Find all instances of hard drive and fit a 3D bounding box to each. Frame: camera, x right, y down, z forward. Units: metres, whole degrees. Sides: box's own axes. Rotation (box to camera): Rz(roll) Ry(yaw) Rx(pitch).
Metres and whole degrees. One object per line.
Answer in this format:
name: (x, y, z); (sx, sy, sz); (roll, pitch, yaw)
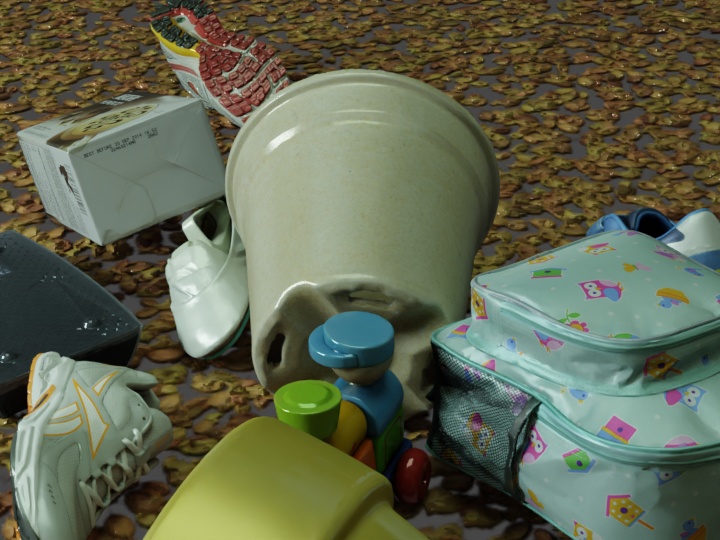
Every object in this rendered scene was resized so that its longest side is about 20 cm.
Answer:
hard drive: (-0.258, 0.036, 1.041); (0.134, 0.043, 0.199); (-23, 35, -33)

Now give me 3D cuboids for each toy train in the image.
toy train: (-0.029, 0.116, 0.806); (0.084, 0.117, 0.200); (10, 31, 22)

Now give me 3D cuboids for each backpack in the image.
backpack: (0.156, 0.073, 0.844); (0.175, 0.155, 0.200); (-15, 37, -34)

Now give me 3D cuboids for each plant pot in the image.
plant pot: (0.000, 0.000, 0.968); (0.198, 0.202, 0.184); (-1, 40, 2)
plant pot: (-0.004, 0.192, 0.604); (0.188, 0.202, 0.201); (25, 35, 14)

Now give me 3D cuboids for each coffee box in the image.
coffee box: (-0.194, -0.087, 1.157); (0.112, 0.080, 0.200); (-24, 17, -18)

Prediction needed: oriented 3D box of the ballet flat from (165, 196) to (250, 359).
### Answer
ballet flat: (-0.114, -0.004, 1.075); (0.069, 0.070, 0.200); (0, 27, 3)

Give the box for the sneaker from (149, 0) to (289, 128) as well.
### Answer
sneaker: (-0.130, -0.193, 1.419); (0.078, 0.082, 0.200); (-32, 55, -15)

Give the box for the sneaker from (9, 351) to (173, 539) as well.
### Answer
sneaker: (-0.160, 0.111, 0.872); (0.091, 0.076, 0.201); (0, 29, -6)

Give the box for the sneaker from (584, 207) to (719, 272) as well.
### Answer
sneaker: (0.185, -0.003, 1.006); (0.073, 0.083, 0.199); (-7, 5, -34)
